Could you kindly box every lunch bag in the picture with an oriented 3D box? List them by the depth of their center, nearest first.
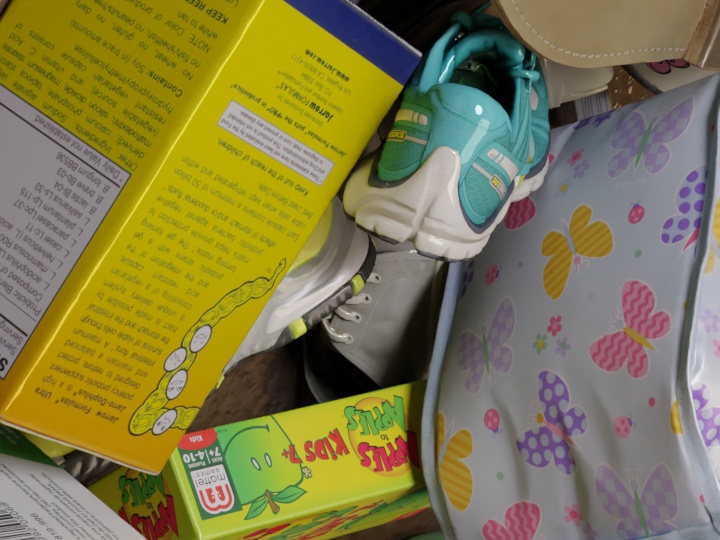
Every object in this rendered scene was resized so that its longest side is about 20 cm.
[{"bbox_3d":[0.122,0.036,1.028,0.127,0.169,0.200,30,60,-31],"label":"lunch bag"}]

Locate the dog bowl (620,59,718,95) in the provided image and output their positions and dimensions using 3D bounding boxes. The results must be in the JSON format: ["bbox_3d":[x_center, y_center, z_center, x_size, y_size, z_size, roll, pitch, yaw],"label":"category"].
[{"bbox_3d":[0.191,-0.175,1.117,0.200,0.074,0.201,-4,96,-37],"label":"dog bowl"}]

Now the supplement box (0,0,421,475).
[{"bbox_3d":[-0.089,-0.039,0.924,0.200,0.109,0.109,-57,146,3],"label":"supplement box"}]

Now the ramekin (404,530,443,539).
[{"bbox_3d":[0.040,0.243,1.326,0.200,0.098,0.200,-31,139,-32],"label":"ramekin"}]

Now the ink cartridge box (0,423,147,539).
[{"bbox_3d":[-0.196,0.115,0.888,0.200,0.147,0.083,-1,119,-50],"label":"ink cartridge box"}]

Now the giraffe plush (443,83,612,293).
[{"bbox_3d":[0.137,0.011,1.226,0.162,0.172,0.200,31,68,-66],"label":"giraffe plush"}]

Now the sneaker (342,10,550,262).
[{"bbox_3d":[0.051,-0.069,0.982,0.200,0.077,0.080,-69,-177,-66],"label":"sneaker"}]

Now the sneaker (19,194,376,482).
[{"bbox_3d":[-0.091,0.021,1.024,0.200,0.075,0.076,-38,107,-15],"label":"sneaker"}]

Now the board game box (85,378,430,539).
[{"bbox_3d":[-0.027,0.095,1.073,0.200,0.048,0.102,-11,165,-41],"label":"board game box"}]

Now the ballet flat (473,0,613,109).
[{"bbox_3d":[0.115,-0.122,1.146,0.200,0.063,0.069,-38,146,-24],"label":"ballet flat"}]

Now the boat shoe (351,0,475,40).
[{"bbox_3d":[0.036,-0.146,1.027,0.200,0.065,0.072,-39,140,-25],"label":"boat shoe"}]

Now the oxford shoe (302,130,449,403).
[{"bbox_3d":[0.000,0.000,1.100,0.058,0.075,0.200,-37,146,-28],"label":"oxford shoe"}]

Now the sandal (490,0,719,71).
[{"bbox_3d":[0.097,-0.127,0.994,0.212,0.070,0.078,7,107,-47],"label":"sandal"}]
